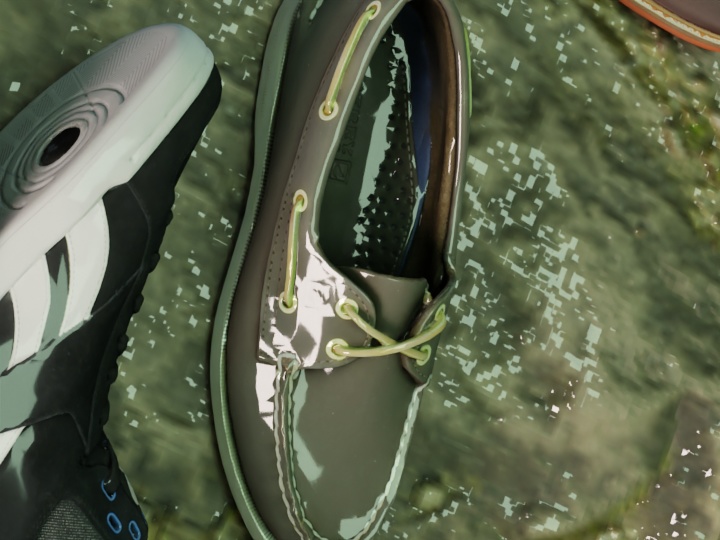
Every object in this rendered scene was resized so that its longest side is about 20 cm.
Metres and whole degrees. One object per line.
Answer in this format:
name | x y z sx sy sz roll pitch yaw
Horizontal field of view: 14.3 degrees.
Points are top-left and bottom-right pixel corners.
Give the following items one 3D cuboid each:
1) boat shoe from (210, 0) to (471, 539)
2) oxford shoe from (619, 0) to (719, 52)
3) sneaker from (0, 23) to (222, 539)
boat shoe | -0.003 0.000 0.949 0.072 0.060 0.203 6 89 -31
oxford shoe | 0.097 -0.155 0.996 0.200 0.072 0.071 48 68 -23
sneaker | -0.091 0.028 0.897 0.112 0.073 0.200 45 78 -28
